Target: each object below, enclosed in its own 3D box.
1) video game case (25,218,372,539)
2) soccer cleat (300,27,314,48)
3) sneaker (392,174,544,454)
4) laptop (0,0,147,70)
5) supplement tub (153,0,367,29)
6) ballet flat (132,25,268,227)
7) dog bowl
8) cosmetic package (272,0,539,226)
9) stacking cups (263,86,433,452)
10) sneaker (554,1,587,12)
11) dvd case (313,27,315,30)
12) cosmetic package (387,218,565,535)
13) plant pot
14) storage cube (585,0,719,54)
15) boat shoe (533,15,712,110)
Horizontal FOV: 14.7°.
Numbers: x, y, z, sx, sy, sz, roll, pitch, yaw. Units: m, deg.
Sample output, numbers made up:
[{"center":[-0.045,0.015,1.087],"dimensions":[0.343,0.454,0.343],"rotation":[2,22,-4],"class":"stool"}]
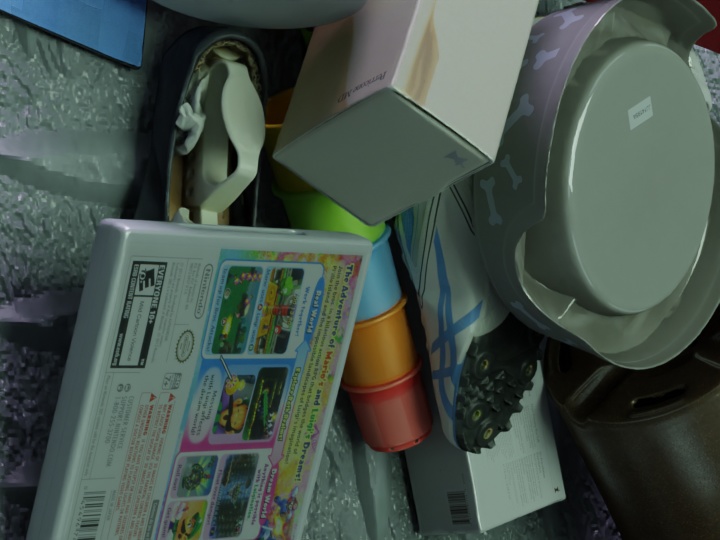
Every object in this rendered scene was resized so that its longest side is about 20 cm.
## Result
[{"center":[-0.080,0.076,1.351],"dimensions":[0.182,0.024,0.201],"rotation":[2,105,-51],"class":"video game case"},{"center":[0.037,-0.161,1.559],"dimensions":[0.200,0.067,0.081],"rotation":[-44,116,-42],"class":"soccer cleat"},{"center":[0.052,-0.002,1.487],"dimensions":[0.072,0.072,0.201],"rotation":[-17,109,-45],"class":"sneaker"},{"center":[-0.130,-0.221,1.328],"dimensions":[0.115,0.200,0.188],"rotation":[8,75,-15],"class":"laptop"},{"center":[-0.046,-0.235,1.380],"dimensions":[0.132,0.131,0.201],"rotation":[25,65,-46],"class":"supplement tub"},{"center":[-0.077,-0.030,1.391],"dimensions":[0.073,0.073,0.201],"rotation":[22,68,-47],"class":"ballet flat"},{"center":[0.132,-0.050,1.475],"dimensions":[0.200,0.058,0.201],"rotation":[-10,103,-51],"class":"dog bowl"},{"center":[0.034,-0.133,1.409],"dimensions":[0.071,0.105,0.201],"rotation":[34,52,-24],"class":"cosmetic package"},{"center":[0.000,0.000,1.480],"dimensions":[0.060,0.060,0.201],"rotation":[-43,122,-45],"class":"stacking cups"},{"center":[0.129,-0.065,1.662],"dimensions":[0.100,0.069,0.201],"rotation":[49,51,-44],"class":"sneaker"},{"center":[-0.001,-0.234,1.506],"dimensions":[0.150,0.025,0.201],"rotation":[-20,89,-40],"class":"dvd case"},{"center":[0.055,0.041,1.557],"dimensions":[0.082,0.050,0.201],"rotation":[-14,94,-47],"class":"cosmetic package"},{"center":[0.211,0.095,1.614],"dimensions":[0.199,0.199,0.201],"rotation":[55,46,-34],"class":"plant pot"},{"center":[0.187,-0.251,1.524],"dimensions":[0.199,0.180,0.172],"rotation":[16,60,-30],"class":"storage cube"},{"center":[0.119,-0.098,1.551],"dimensions":[0.199,0.071,0.070],"rotation":[-13,64,-34],"class":"boat shoe"}]
